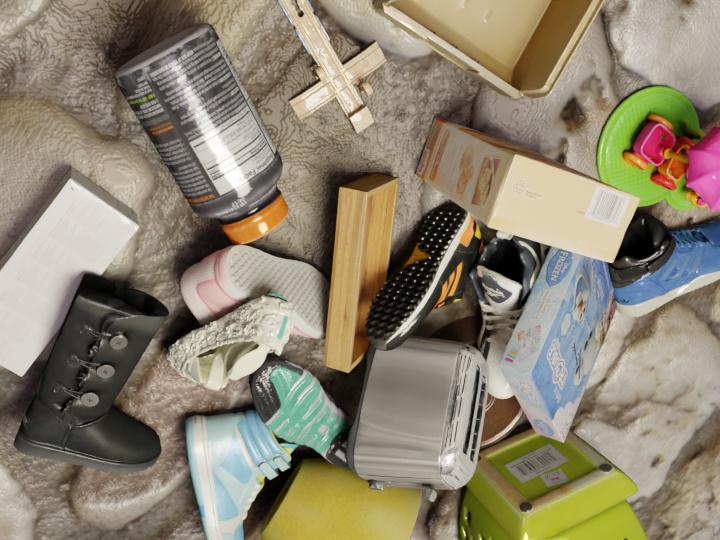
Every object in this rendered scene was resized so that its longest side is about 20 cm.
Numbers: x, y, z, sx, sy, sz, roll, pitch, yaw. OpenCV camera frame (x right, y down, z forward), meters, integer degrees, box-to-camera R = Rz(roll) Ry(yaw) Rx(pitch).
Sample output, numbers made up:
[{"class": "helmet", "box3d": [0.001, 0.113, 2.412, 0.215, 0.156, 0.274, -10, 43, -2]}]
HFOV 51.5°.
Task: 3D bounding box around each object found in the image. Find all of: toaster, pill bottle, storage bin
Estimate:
[{"class": "toaster", "box3d": [0.070, 0.153, 0.846, 0.114, 0.127, 0.203, 54, 45, -56]}, {"class": "pill bottle", "box3d": [-0.145, -0.126, 0.734, 0.105, 0.106, 0.202, -29, 116, -5]}, {"class": "storage bin", "box3d": [0.144, -0.309, 0.763, 0.198, 0.094, 0.200, 25, 101, -24]}]

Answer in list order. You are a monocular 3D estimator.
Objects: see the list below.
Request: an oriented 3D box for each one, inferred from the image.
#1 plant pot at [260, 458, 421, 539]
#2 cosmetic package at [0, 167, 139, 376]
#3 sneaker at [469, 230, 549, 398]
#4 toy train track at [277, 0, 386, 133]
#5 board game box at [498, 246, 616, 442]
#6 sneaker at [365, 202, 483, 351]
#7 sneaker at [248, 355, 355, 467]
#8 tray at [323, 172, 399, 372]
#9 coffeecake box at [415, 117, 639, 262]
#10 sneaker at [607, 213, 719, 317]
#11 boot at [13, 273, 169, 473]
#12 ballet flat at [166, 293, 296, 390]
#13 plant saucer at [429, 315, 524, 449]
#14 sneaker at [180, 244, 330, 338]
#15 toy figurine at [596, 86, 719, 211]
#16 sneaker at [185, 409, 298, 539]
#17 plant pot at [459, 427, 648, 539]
[{"class": "plant pot", "box3d": [-0.036, 0.309, 0.903, 0.141, 0.200, 0.201, 33, 99, -1]}, {"class": "cosmetic package", "box3d": [-0.319, 0.002, 0.756, 0.082, 0.051, 0.201, 37, 96, -30]}, {"class": "sneaker", "box3d": [0.162, 0.045, 0.861, 0.129, 0.079, 0.202, 19, 88, -57]}, {"class": "toy train track", "box3d": [-0.041, -0.231, 0.767, 0.114, 0.033, 0.201, -34, 115, -3]}, {"class": "board game box", "box3d": [0.241, 0.073, 0.879, 0.201, 0.043, 0.200, -61, 144, -19]}, {"class": "sneaker", "box3d": [0.086, 0.022, 0.854, 0.090, 0.069, 0.201, 49, 64, -35]}, {"class": "sneaker", "box3d": [-0.071, 0.153, 0.854, 0.074, 0.087, 0.200, -44, 128, -6]}, {"class": "tray", "box3d": [0.000, 0.000, 0.833, 0.037, 0.099, 0.203, 12, 110, 20]}, {"class": "coffeecake box", "box3d": [0.167, -0.091, 0.793, 0.151, 0.200, 0.074, 14, 106, -22]}, {"class": "sneaker", "box3d": [0.406, -0.033, 0.959, 0.198, 0.077, 0.112, -29, 125, 2]}, {"class": "boot", "box3d": [-0.254, 0.114, 0.791, 0.163, 0.066, 0.202, 16, 109, -38]}, {"class": "ballet flat", "box3d": [-0.143, 0.086, 0.777, 0.071, 0.072, 0.199, 36, 135, -25]}, {"class": "plant saucer", "box3d": [0.148, 0.159, 0.975, 0.197, 0.035, 0.203, -7, 112, -16]}, {"class": "sneaker", "box3d": [-0.112, 0.032, 0.829, 0.104, 0.076, 0.199, -17, 152, 33]}, {"class": "toy figurine", "box3d": [0.407, -0.112, 0.871, 0.198, 0.184, 0.151, 29, 100, -25]}, {"class": "sneaker", "box3d": [-0.131, 0.257, 0.897, 0.129, 0.080, 0.203, -12, 114, -12]}, {"class": "plant pot", "box3d": [0.243, 0.322, 0.973, 0.197, 0.199, 0.184, -19, 113, -14]}]
